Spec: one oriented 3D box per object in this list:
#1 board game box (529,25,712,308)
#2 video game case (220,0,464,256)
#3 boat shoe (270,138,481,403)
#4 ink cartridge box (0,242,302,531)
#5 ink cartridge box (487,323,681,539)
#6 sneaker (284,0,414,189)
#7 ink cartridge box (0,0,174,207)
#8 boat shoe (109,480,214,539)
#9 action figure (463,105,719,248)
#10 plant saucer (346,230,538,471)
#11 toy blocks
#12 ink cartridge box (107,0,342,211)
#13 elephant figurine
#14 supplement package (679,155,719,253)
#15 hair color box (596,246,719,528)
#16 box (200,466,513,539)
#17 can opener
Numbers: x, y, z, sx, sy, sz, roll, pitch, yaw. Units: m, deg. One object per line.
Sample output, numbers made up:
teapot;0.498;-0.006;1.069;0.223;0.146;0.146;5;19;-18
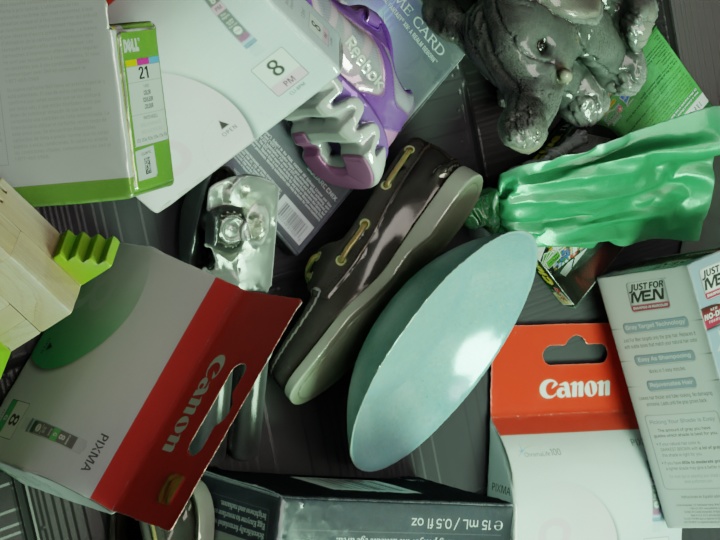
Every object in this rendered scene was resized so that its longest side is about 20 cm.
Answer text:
board game box;0.188;-0.079;1.574;0.200;0.023;0.105;-49;114;-19
video game case;-0.029;-0.130;1.434;0.143;0.019;0.200;49;68;-26
boat shoe;0.000;0.000;1.432;0.061;0.072;0.201;36;81;17
ink cartridge box;-0.140;0.065;1.269;0.050;0.200;0.161;37;74;-29
ink cartridge box;0.170;0.143;1.565;0.163;0.057;0.200;0;99;-32
sneaker;-0.027;-0.154;1.383;0.088;0.080;0.200;-47;121;-28
ink cartridge box;-0.200;-0.139;1.243;0.076;0.148;0.200;-29;114;-73
boat shoe;-0.139;0.235;1.362;0.061;0.072;0.201;6;82;-34
action figure;0.161;-0.058;1.505;0.200;0.055;0.118;-11;124;-20
plant saucer;0.046;0.047;1.438;0.201;0.039;0.201;-44;157;-24
toy blocks;-0.262;-0.001;1.215;0.137;0.200;0.100;47;30;-25
ink cartridge box;-0.136;-0.150;1.284;0.163;0.057;0.200;-35;123;23
elephant figurine;0.115;-0.168;1.427;0.200;0.155;0.142;-4;117;-60
supplement package;0.347;-0.006;1.575;0.111;0.200;0.156;16;85;-33
hair color box;0.253;0.088;1.546;0.061;0.099;0.200;-20;96;-36
box;-0.014;0.242;1.410;0.197;0.117;0.200;6;91;-35
can opener;-0.092;0.027;1.392;0.053;0.067;0.200;-4;109;-33
